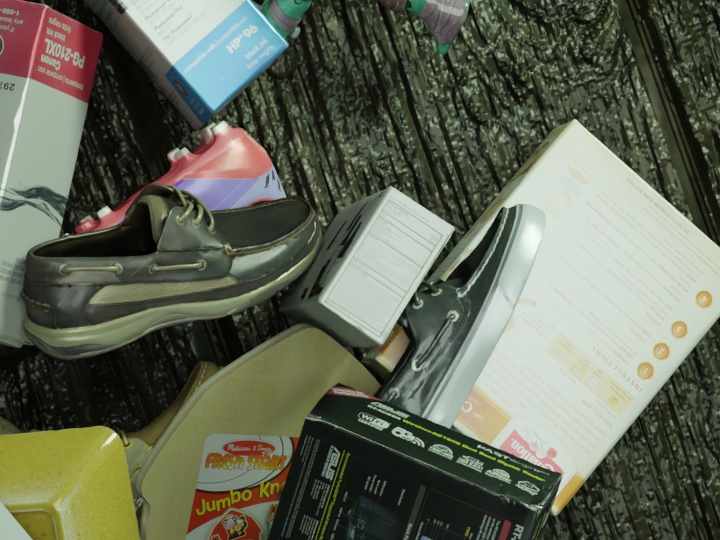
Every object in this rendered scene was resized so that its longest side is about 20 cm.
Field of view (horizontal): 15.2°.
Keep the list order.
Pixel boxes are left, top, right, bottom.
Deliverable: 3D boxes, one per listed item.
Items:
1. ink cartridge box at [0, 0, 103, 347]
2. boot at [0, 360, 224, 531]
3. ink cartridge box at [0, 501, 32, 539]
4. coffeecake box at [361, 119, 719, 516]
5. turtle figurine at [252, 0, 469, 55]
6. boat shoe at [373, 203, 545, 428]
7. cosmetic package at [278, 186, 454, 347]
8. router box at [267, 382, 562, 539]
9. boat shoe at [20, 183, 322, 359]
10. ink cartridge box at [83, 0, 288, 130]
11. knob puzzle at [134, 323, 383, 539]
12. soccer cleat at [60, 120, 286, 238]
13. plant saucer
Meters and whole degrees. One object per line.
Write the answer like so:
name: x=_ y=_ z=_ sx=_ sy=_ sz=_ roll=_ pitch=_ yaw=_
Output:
ink cartridge box: x=-0.256 y=-0.066 z=1.646 sx=0.144 sy=0.084 sz=0.201 roll=11 pitch=86 yaw=22
boot: x=-0.185 y=0.111 z=1.683 sx=0.155 sy=0.073 sz=0.200 roll=35 pitch=86 yaw=-4
ink cartridge box: x=-0.236 y=0.225 z=1.564 sx=0.145 sy=0.083 sz=0.200 roll=-39 pitch=93 yaw=21
coffeecake box: x=0.124 y=0.031 z=1.726 sx=0.153 sy=0.073 sz=0.200 roll=41 pitch=83 yaw=-4
turtle figurine: x=-0.025 y=-0.214 z=1.708 sx=0.199 sy=0.101 sz=0.151 roll=17 pitch=85 yaw=-13
boat shoe: x=0.044 y=0.041 z=1.650 sx=0.066 sy=0.070 sz=0.201 roll=28 pitch=92 yaw=-6
cosmetic package: x=0.000 y=0.000 z=1.646 sx=0.051 sy=0.200 sz=0.083 roll=35 pitch=83 yaw=-6
router box: x=0.018 y=0.186 z=1.612 sx=0.149 sy=0.062 sz=0.201 roll=23 pitch=113 yaw=11
boat shoe: x=-0.112 y=-0.011 z=1.635 sx=0.199 sy=0.074 sz=0.074 roll=-22 pitch=121 yaw=-25
ink cartridge box: x=-0.139 y=-0.188 z=1.677 sx=0.068 sy=0.116 sz=0.200 roll=-42 pitch=94 yaw=-8
knob puzzle: x=-0.055 y=0.127 z=1.674 sx=0.219 sy=0.030 sz=0.221 roll=-11 pitch=112 yaw=-29
soccer cleat: x=-0.137 y=-0.014 z=1.699 sx=0.200 sy=0.067 sz=0.077 roll=-38 pitch=98 yaw=-10
plant saucer: x=-0.227 y=0.203 z=1.626 sx=0.199 sy=0.048 sz=0.201 roll=-6 pitch=103 yaw=14
